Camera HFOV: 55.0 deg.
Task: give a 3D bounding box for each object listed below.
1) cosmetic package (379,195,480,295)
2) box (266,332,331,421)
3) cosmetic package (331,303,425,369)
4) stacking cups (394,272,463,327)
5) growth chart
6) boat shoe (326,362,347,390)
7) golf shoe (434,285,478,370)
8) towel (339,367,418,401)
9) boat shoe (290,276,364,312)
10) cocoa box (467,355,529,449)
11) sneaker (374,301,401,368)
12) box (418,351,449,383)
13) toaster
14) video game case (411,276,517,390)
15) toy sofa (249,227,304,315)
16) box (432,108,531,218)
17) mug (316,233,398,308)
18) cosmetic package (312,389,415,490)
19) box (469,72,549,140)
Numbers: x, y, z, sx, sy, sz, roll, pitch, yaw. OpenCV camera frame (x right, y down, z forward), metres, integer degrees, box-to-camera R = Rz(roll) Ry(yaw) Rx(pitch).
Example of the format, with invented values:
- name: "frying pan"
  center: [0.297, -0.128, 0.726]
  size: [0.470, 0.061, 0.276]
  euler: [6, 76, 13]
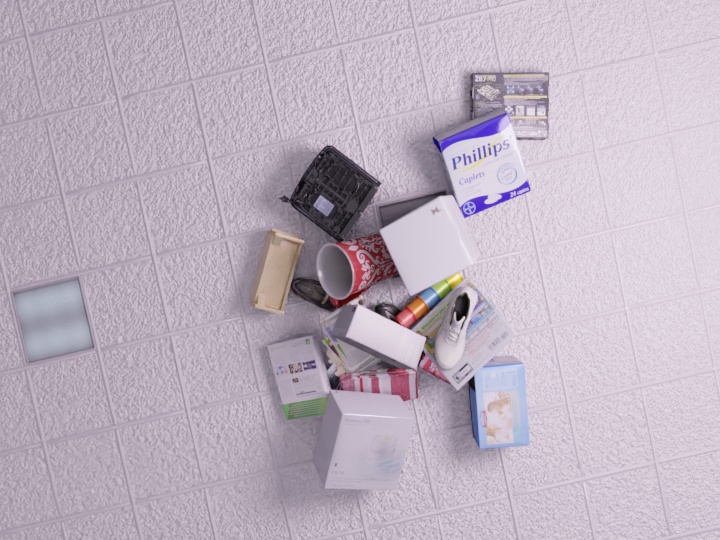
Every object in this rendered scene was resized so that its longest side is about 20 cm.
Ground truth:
- name: "cosmetic package"
  center: [0.168, -0.063, 1.610]
  size: [0.164, 0.200, 0.170]
  euler: [-27, 89, 16]
- name: "box"
  center: [-0.150, 0.271, 1.753]
  size: [0.141, 0.036, 0.205]
  euler: [-13, 91, 27]
- name: "cosmetic package"
  center: [0.042, 0.156, 1.622]
  size: [0.196, 0.106, 0.092]
  euler: [24, 78, -17]
- name: "stacking cups"
  center: [0.168, 0.068, 1.734]
  size: [0.198, 0.060, 0.061]
  euler: [-36, 92, -12]
- name: "growth chart"
  center: [-0.023, 0.174, 1.693]
  size: [0.142, 0.018, 0.203]
  euler: [-25, 115, -3]
- name: "boat shoe"
  center: [-0.022, 0.227, 1.758]
  size: [0.067, 0.072, 0.201]
  euler: [39, 95, 0]
- name: "golf shoe"
  center: [0.216, 0.134, 1.614]
  size: [0.076, 0.097, 0.205]
  euler: [15, 91, 12]
- name: "towel"
  center: [0.048, 0.298, 1.740]
  size: [0.194, 0.146, 0.023]
  euler: [-8, 49, 0]
- name: "boat shoe"
  center: [-0.085, 0.066, 1.754]
  size: [0.195, 0.065, 0.074]
  euler: [20, 91, -1]
- name: "cocoa box"
  center: [0.342, 0.326, 1.730]
  size: [0.130, 0.131, 0.206]
  euler: [-5, 92, 1]
- name: "sneaker"
  center: [0.094, 0.173, 1.749]
  size: [0.075, 0.084, 0.204]
  euler: [-23, 92, 1]
- name: "box"
  center: [0.227, 0.168, 1.739]
  size: [0.094, 0.100, 0.203]
  euler: [28, 92, 1]
- name: "toaster"
  center: [-0.069, -0.192, 1.716]
  size: [0.198, 0.119, 0.183]
  euler: [35, 92, -1]
- name: "video game case"
  center: [0.245, 0.151, 1.667]
  size: [0.200, 0.022, 0.183]
  euler: [-43, 78, 8]
- name: "toy sofa"
  center: [-0.213, 0.002, 1.751]
  size: [0.081, 0.097, 0.205]
  euler: [15, 92, -20]
- name: "box"
  center: [0.295, -0.262, 1.690]
  size: [0.180, 0.105, 0.204]
  euler: [-21, 106, 6]
- name: "mug"
  center: [-0.004, -0.011, 1.693]
  size: [0.197, 0.177, 0.136]
  euler: [-19, 76, -41]
- name: "cosmetic package"
  center: [0.007, 0.416, 1.694]
  size: [0.195, 0.123, 0.205]
  euler: [8, 104, -22]
- name: "box"
  center: [0.374, -0.412, 1.739]
  size: [0.194, 0.049, 0.166]
  euler: [-1, 95, 1]
